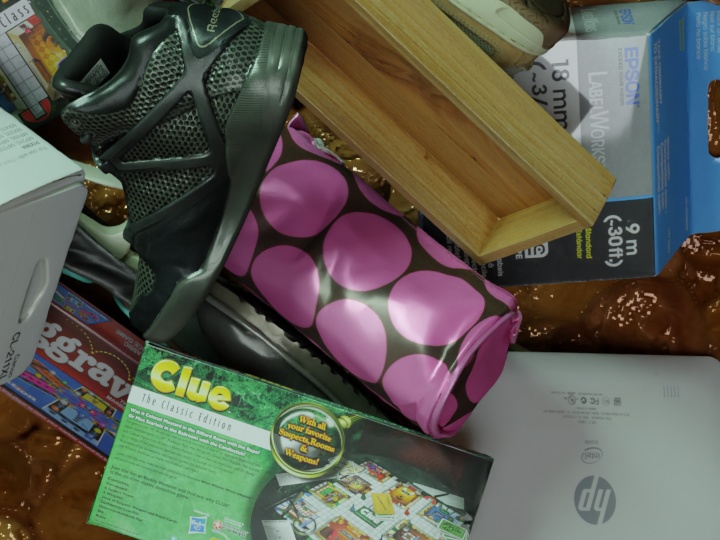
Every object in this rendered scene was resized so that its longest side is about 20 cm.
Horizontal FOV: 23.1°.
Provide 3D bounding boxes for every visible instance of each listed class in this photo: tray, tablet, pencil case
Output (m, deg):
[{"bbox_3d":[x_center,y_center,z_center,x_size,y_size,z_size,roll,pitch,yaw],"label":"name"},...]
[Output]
[{"bbox_3d":[0.028,-0.088,0.898,0.200,0.037,0.098,42,150,-17],"label":"tray"},{"bbox_3d":[0.131,0.112,1.019,0.198,0.014,0.131,2,77,-22],"label":"tablet"},{"bbox_3d":[0.000,0.000,0.966,0.200,0.091,0.094,40,70,22],"label":"pencil case"}]

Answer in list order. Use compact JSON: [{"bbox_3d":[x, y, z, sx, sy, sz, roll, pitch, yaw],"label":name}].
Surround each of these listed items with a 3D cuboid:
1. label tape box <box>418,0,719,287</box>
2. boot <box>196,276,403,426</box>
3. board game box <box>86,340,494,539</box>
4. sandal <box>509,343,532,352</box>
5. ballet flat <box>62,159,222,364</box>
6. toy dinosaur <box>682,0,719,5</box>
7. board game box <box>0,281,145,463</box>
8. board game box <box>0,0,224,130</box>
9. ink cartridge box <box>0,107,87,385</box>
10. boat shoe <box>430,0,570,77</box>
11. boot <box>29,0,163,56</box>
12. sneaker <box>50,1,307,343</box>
[{"bbox_3d":[0.128,-0.072,0.990,0.198,0.063,0.145,-4,112,4],"label":"label tape box"},{"bbox_3d":[-0.082,0.127,1.006,0.182,0.073,0.200,43,92,-13],"label":"boot"},{"bbox_3d":[-0.038,0.118,0.950,0.199,0.023,0.106,19,90,3],"label":"board game box"},{"bbox_3d":[0.090,0.080,1.055,0.200,0.057,0.080,27,111,-9],"label":"sandal"},{"bbox_3d":[-0.134,-0.008,1.015,0.200,0.068,0.069,36,100,-23],"label":"ballet flat"},{"bbox_3d":[0.181,-0.171,0.909,0.102,0.136,0.201,-31,108,13],"label":"toy dinosaur"},{"bbox_3d":[-0.153,0.073,1.060,0.199,0.020,0.103,36,134,-12],"label":"board game box"},{"bbox_3d":[-0.176,-0.145,0.986,0.199,0.023,0.105,-29,106,13],"label":"board game box"},{"bbox_3d":[-0.261,-0.039,0.952,0.199,0.083,0.146,35,123,18],"label":"ink cartridge box"},{"bbox_3d":[0.011,-0.163,0.886,0.200,0.072,0.076,41,124,-13],"label":"boat shoe"},{"bbox_3d":[-0.120,-0.182,0.904,0.130,0.068,0.200,-39,102,25],"label":"boot"},{"bbox_3d":[-0.107,-0.055,0.899,0.113,0.076,0.200,19,130,-5],"label":"sneaker"}]
